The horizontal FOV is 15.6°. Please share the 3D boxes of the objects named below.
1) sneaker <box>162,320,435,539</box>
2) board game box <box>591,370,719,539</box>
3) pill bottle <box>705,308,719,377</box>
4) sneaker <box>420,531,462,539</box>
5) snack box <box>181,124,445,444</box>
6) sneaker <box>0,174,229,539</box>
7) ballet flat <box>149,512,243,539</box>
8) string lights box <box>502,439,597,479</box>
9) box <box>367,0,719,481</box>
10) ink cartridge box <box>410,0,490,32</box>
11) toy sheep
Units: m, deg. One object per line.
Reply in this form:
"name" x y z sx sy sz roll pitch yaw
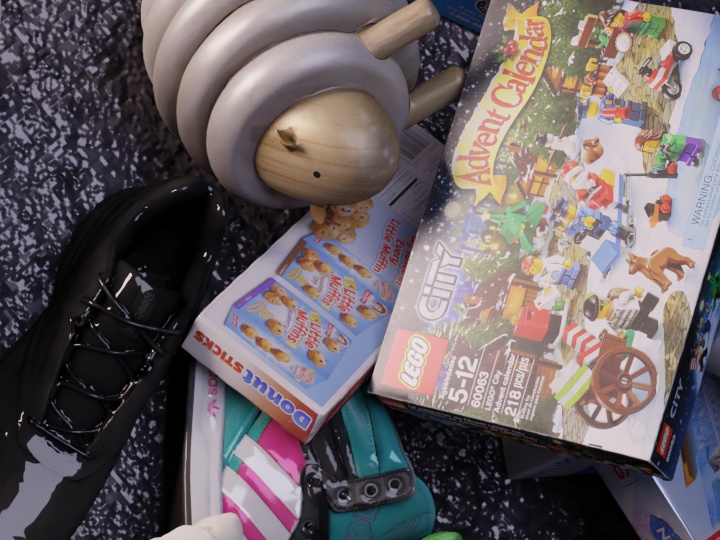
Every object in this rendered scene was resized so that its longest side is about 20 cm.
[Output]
"sneaker" -0.028 0.125 1.174 0.120 0.084 0.202 7 71 -13
"board game box" 0.182 0.033 1.250 0.199 0.041 0.200 -30 86 -30
"pill bottle" 0.246 0.047 1.186 0.199 0.111 0.112 29 65 -13
"sneaker" 0.093 0.183 1.135 0.199 0.086 0.078 24 29 11
"snack box" 0.000 0.000 1.208 0.072 0.024 0.200 38 42 6
"sneaker" -0.118 0.038 1.150 0.076 0.091 0.201 29 66 -16
"ballet flat" -0.038 0.142 1.091 0.199 0.069 0.072 17 55 -12
"string lights box" 0.163 0.041 1.297 0.199 0.059 0.104 -2 75 -25
"box" 0.097 -0.021 1.157 0.136 0.038 0.201 12 77 25
"ink cartridge box" 0.072 -0.197 1.245 0.144 0.200 0.084 24 66 -17
"toy sheep" -0.035 -0.105 1.206 0.137 0.138 0.200 -4 43 -26
